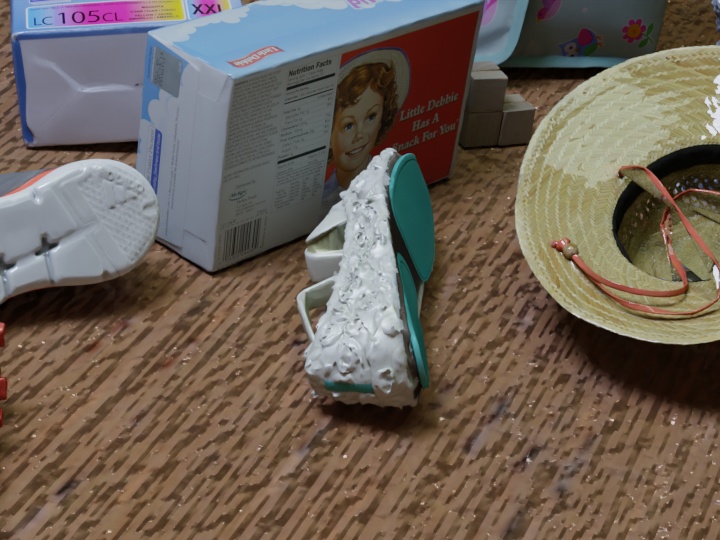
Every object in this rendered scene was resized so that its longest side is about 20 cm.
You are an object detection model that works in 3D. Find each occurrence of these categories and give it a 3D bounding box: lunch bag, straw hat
[{"bbox_3d":[0.103,-0.222,1.304,0.199,0.171,0.122,0,29,-23],"label":"lunch bag"},{"bbox_3d":[0.175,-0.017,1.051,0.200,0.085,0.202,-6,49,7],"label":"straw hat"}]

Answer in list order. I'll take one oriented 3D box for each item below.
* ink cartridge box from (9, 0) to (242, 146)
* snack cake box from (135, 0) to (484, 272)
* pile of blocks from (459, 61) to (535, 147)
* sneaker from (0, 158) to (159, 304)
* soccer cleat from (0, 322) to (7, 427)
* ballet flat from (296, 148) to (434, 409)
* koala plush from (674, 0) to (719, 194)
[{"bbox_3d":[-0.142,-0.154,1.210,0.136,0.077,0.200,-4,30,-8],"label":"ink cartridge box"},{"bbox_3d":[-0.027,-0.088,1.095,0.067,0.116,0.199,29,35,33],"label":"snack cake box"},{"bbox_3d":[0.014,-0.133,1.238,0.199,0.062,0.082,14,30,8],"label":"pile of blocks"},{"bbox_3d":[-0.201,-0.010,0.984,0.199,0.078,0.082,-7,6,-27],"label":"sneaker"},{"bbox_3d":[-0.190,0.074,0.825,0.077,0.070,0.200,0,23,-5],"label":"soccer cleat"},{"bbox_3d":[0.000,0.000,1.003,0.071,0.072,0.200,8,29,-1],"label":"ballet flat"},{"bbox_3d":[0.275,-0.083,1.117,0.199,0.178,0.184,20,41,13],"label":"koala plush"}]
